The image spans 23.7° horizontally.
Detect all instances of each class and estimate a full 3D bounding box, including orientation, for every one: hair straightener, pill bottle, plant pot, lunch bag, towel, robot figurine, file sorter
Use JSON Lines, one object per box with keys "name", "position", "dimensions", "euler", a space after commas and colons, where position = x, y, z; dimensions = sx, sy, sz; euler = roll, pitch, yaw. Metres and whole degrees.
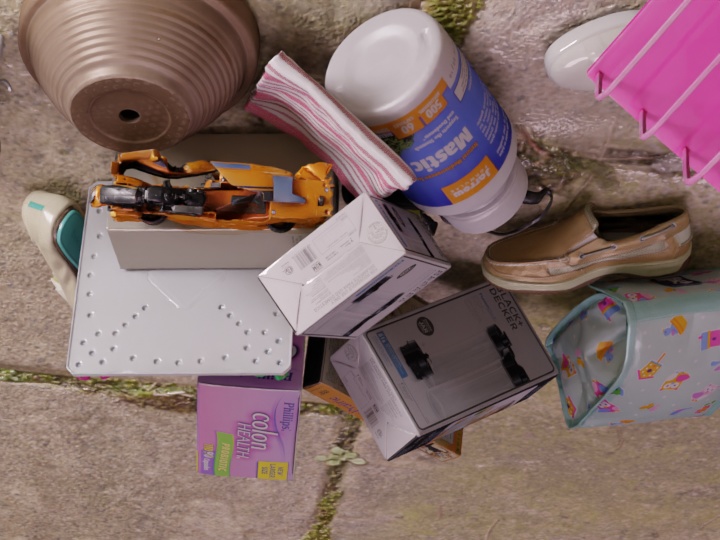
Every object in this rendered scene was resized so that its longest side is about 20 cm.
{"name": "hair straightener", "position": [0.079, -0.067, 1.582], "dimensions": [0.198, 0.041, 0.077], "euler": [3, 146, -9]}
{"name": "pill bottle", "position": [0.064, -0.116, 1.435], "dimensions": [0.111, 0.113, 0.200], "euler": [-16, 141, 25]}
{"name": "plant pot", "position": [-0.185, -0.161, 1.402], "dimensions": [0.199, 0.093, 0.201], "euler": [2, 147, 1]}
{"name": "lunch bag", "position": [0.292, 0.065, 1.656], "dimensions": [0.169, 0.123, 0.200], "euler": [-5, 154, -17]}
{"name": "towel", "position": [-0.028, -0.108, 1.391], "dimensions": [0.146, 0.030, 0.200], "euler": [41, 174, -5]}
{"name": "robot figurine", "position": [-0.123, -0.064, 1.417], "dimensions": [0.198, 0.059, 0.145], "euler": [4, 177, -5]}
{"name": "file sorter", "position": [0.289, -0.125, 1.291], "dimensions": [0.200, 0.126, 0.139], "euler": [40, 109, -5]}

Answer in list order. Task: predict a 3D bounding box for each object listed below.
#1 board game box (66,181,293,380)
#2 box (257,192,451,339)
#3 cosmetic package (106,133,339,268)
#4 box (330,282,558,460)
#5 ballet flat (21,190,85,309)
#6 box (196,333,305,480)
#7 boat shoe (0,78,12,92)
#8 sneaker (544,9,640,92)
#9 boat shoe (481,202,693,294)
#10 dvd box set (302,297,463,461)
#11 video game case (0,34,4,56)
{"name": "board game box", "position": [-0.156, 0.009, 1.550], "dimensions": [0.198, 0.201, 0.026], "euler": [0, 150, 4]}
{"name": "box", "position": [0.000, 0.000, 1.445], "dimensions": [0.116, 0.060, 0.200], "euler": [-37, 170, 8]}
{"name": "cosmetic package", "position": [-0.119, -0.062, 1.531], "dimensions": [0.198, 0.104, 0.073], "euler": [-1, 151, 2]}
{"name": "box", "position": [0.082, 0.090, 1.642], "dimensions": [0.199, 0.117, 0.060], "euler": [-18, 162, -40]}
{"name": "ballet flat", "position": [-0.278, -0.009, 1.666], "dimensions": [0.069, 0.070, 0.201], "euler": [-5, 143, 10]}
{"name": "box", "position": [-0.101, 0.069, 1.638], "dimensions": [0.096, 0.201, 0.176], "euler": [4, 147, -3]}
{"name": "boat shoe", "position": [-0.334, -0.153, 1.403], "dimensions": [0.061, 0.075, 0.201], "euler": [3, 138, 18]}
{"name": "sneaker", "position": [0.247, -0.160, 1.387], "dimensions": [0.198, 0.085, 0.073], "euler": [-4, 147, 11]}
{"name": "boat shoe", "position": [0.210, -0.032, 1.601], "dimensions": [0.198, 0.072, 0.077], "euler": [-9, 135, -1]}
{"name": "dvd box set", "position": [0.029, 0.087, 1.705], "dimensions": [0.029, 0.147, 0.199], "euler": [-22, 140, 40]}
{"name": "video game case", "position": [-0.412, -0.156, 1.484], "dimensions": [0.181, 0.022, 0.200], "euler": [12, 144, -14]}
